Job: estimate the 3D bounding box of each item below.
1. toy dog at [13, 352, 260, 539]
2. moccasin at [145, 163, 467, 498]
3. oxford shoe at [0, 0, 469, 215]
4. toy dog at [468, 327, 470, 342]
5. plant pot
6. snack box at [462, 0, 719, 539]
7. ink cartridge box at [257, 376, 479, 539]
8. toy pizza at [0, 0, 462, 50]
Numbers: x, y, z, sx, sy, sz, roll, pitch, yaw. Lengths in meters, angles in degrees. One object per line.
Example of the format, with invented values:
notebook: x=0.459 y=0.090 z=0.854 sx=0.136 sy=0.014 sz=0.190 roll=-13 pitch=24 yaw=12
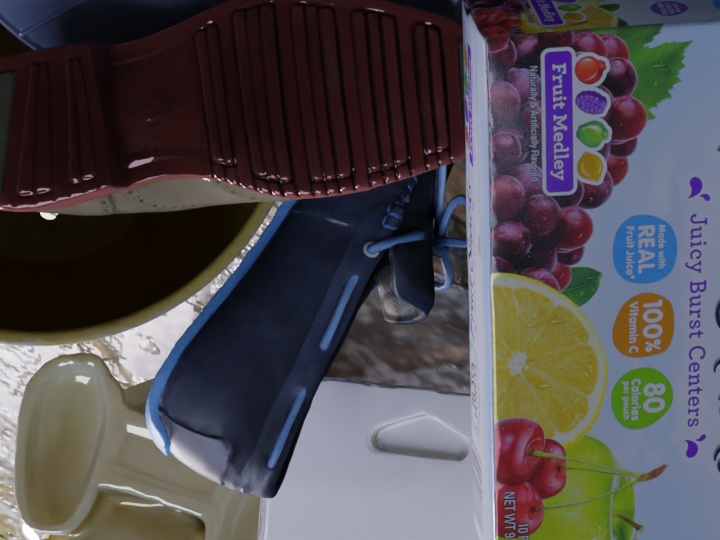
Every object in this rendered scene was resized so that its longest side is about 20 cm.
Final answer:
toy dog: x=-0.075 y=0.136 z=1.340 sx=0.139 sy=0.195 sz=0.200 roll=8 pitch=175 yaw=9
moccasin: x=0.000 y=0.000 z=1.095 sx=0.068 sy=0.200 sz=0.080 roll=35 pitch=172 yaw=11
oxford shoe: x=-0.041 y=-0.056 z=1.013 sx=0.199 sy=0.071 sz=0.075 roll=-2 pitch=175 yaw=14
toy dog: x=0.118 y=-0.036 z=1.074 sx=0.132 sy=0.096 sz=0.200 roll=39 pitch=130 yaw=-7
plant pot: x=-0.126 y=-0.061 z=1.139 sx=0.199 sy=0.201 sz=0.142 roll=30 pitch=169 yaw=0
snack box: x=0.108 y=0.004 z=0.969 sx=0.141 sy=0.053 sz=0.201 roll=-5 pitch=114 yaw=-6
ink cartridge box: x=0.072 y=0.095 z=1.164 sx=0.145 sy=0.085 sz=0.200 roll=5 pitch=174 yaw=33
toy pizza: x=-0.055 y=-0.123 z=0.994 sx=0.199 sy=0.032 sz=0.201 roll=11 pitch=145 yaw=8
